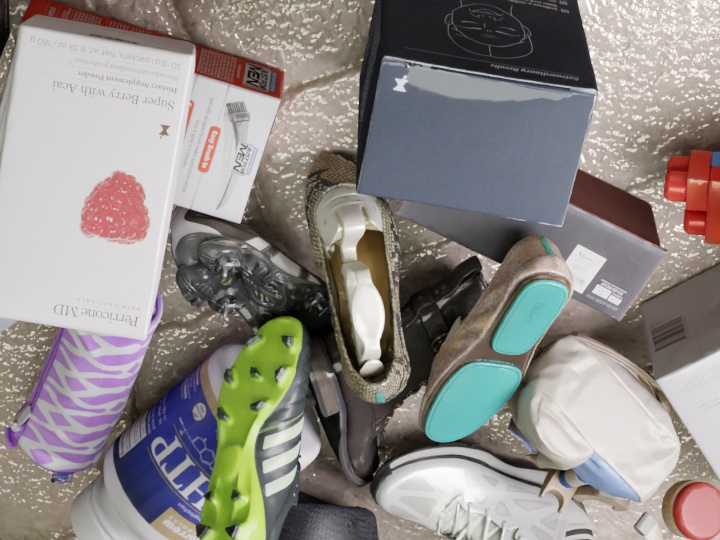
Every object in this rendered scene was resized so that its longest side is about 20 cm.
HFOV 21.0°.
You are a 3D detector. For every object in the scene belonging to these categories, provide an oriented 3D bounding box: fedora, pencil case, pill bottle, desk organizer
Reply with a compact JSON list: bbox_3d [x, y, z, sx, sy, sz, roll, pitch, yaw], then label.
[{"bbox_3d":[-0.036,0.236,1.626,0.200,0.201,0.092,17,83,-8],"label":"fedora"},{"bbox_3d":[-0.222,0.078,1.551,0.085,0.084,0.200,9,134,-21],"label":"pencil case"},{"bbox_3d":[-0.140,0.164,1.599,0.120,0.120,0.200,41,113,-20],"label":"pill bottle"},{"bbox_3d":[0.130,-0.048,1.498,0.199,0.077,0.072,25,118,-13],"label":"desk organizer"}]

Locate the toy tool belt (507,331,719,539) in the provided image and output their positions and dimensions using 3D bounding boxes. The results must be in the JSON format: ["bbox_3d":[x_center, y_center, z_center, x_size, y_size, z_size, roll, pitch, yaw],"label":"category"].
[{"bbox_3d":[0.193,0.139,1.548,0.200,0.123,0.125,43,73,-11],"label":"toy tool belt"}]

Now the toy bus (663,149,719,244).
[{"bbox_3d":[0.320,-0.039,1.438,0.191,0.200,0.136,5,119,7],"label":"toy bus"}]

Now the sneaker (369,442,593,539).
[{"bbox_3d":[0.110,0.212,1.600,0.200,0.116,0.076,11,125,-21],"label":"sneaker"}]

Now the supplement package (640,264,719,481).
[{"bbox_3d":[0.326,0.104,1.555,0.120,0.121,0.200,-28,114,16],"label":"supplement package"}]

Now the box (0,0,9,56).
[{"bbox_3d":[-0.283,-0.225,1.360,0.048,0.159,0.201,4,120,-1],"label":"box"}]

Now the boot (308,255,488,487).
[{"bbox_3d":[0.047,0.085,1.575,0.174,0.069,0.200,-24,142,-5],"label":"boot"}]

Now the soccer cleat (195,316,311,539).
[{"bbox_3d":[-0.074,0.135,1.485,0.067,0.201,0.081,2,158,31],"label":"soccer cleat"}]

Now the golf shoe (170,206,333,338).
[{"bbox_3d":[-0.075,0.006,1.540,0.078,0.095,0.200,-40,137,12],"label":"golf shoe"}]

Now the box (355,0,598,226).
[{"bbox_3d":[0.078,-0.133,1.381,0.148,0.200,0.107,10,119,-4],"label":"box"}]

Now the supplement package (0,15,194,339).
[{"bbox_3d":[-0.190,-0.067,1.365,0.121,0.120,0.201,9,100,-7],"label":"supplement package"}]

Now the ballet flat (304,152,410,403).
[{"bbox_3d":[0.000,0.000,1.472,0.068,0.075,0.201,-11,80,0],"label":"ballet flat"}]

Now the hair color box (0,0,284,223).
[{"bbox_3d":[-0.168,-0.121,1.471,0.199,0.064,0.111,17,117,-7],"label":"hair color box"}]

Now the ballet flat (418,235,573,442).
[{"bbox_3d":[0.102,0.050,1.485,0.068,0.067,0.200,16,131,-25],"label":"ballet flat"}]

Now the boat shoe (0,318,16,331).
[{"bbox_3d":[-0.261,-0.022,1.511,0.071,0.072,0.200,38,130,-13],"label":"boat shoe"}]
